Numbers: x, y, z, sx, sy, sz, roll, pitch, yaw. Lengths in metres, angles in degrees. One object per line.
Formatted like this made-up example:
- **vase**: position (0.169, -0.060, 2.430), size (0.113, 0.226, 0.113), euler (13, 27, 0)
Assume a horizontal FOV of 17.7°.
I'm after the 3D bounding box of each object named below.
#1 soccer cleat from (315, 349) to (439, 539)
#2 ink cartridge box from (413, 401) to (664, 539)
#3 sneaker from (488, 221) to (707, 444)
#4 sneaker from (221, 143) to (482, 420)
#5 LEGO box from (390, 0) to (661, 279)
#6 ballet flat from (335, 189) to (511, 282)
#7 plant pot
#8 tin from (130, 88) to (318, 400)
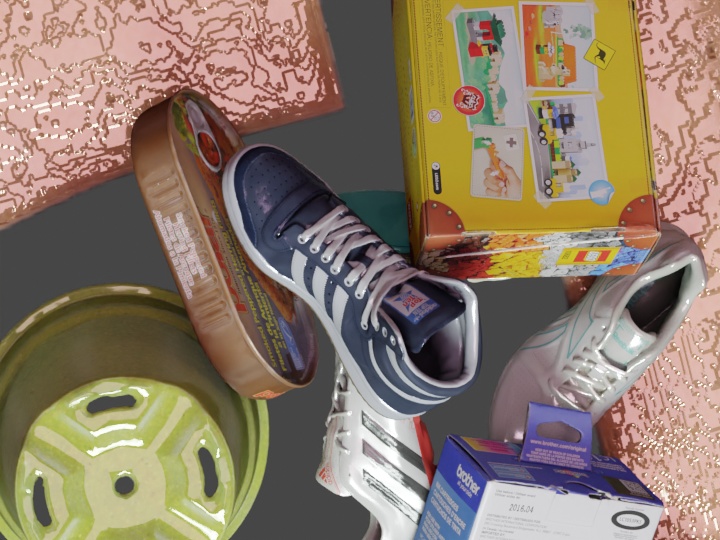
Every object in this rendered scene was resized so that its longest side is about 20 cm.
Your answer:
- **soccer cleat**: position (0.004, 0.101, 1.502), size (0.085, 0.069, 0.202), euler (-20, 106, -6)
- **ink cartridge box**: position (0.106, 0.188, 1.487), size (0.135, 0.076, 0.202), euler (11, 108, -26)
- **sneaker**: position (0.153, 0.053, 1.513), size (0.070, 0.080, 0.201), euler (36, 92, -11)
- **sneaker**: position (0.000, 0.000, 1.401), size (0.070, 0.108, 0.201), euler (-39, 98, -22)
- **LEGO box**: position (0.101, -0.102, 1.454), size (0.147, 0.077, 0.202), euler (-1, 71, -7)
- **ballet flat**: position (0.058, -0.017, 1.502), size (0.198, 0.076, 0.064), euler (-4, 130, -1)
- **plant pot**: position (-0.146, 0.117, 1.428), size (0.198, 0.184, 0.202), euler (-1, 96, -8)
- **tin**: position (-0.086, -0.015, 1.448), size (0.042, 0.112, 0.201), euler (-23, 83, 17)
